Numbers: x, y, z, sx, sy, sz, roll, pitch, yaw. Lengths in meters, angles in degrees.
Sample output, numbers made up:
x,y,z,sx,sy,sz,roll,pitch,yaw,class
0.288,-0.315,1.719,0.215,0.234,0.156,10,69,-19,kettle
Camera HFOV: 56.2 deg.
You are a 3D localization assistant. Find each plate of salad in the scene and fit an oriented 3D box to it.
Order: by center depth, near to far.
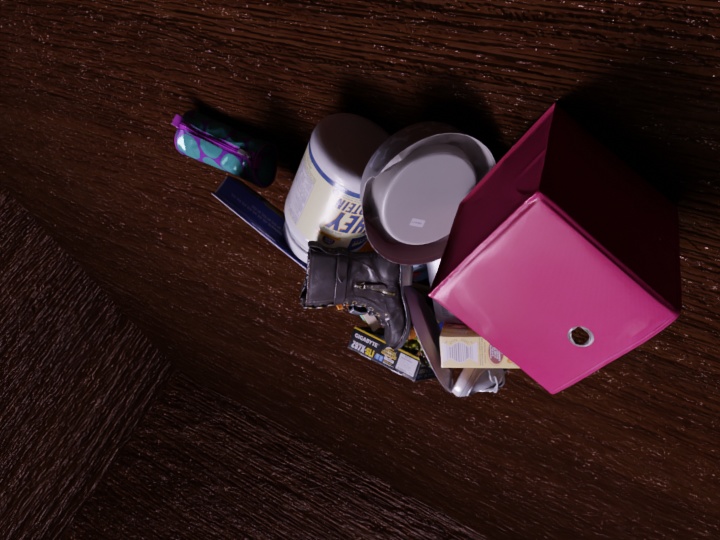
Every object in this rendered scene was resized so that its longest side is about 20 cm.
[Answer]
x,y,z,sx,sy,sz,roll,pitch,yaw,class
0.108,0.114,1.145,0.047,0.203,0.202,-25,130,12,plate of salad

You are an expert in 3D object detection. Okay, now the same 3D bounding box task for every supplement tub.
x,y,z,sx,sy,sz,roll,pitch,yaw,class
-0.033,-0.114,1.015,0.143,0.146,0.202,32,136,1,supplement tub

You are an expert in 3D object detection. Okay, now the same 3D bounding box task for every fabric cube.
x,y,z,sx,sy,sz,roll,pitch,yaw,class
0.226,-0.024,0.784,0.197,0.202,0.196,37,133,-9,fabric cube

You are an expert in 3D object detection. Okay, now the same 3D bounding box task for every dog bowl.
x,y,z,sx,sy,sz,roll,pitch,yaw,class
0.087,-0.106,0.908,0.202,0.196,0.059,58,-176,-43,dog bowl

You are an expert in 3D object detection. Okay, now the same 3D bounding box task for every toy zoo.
x,y,z,sx,sy,sz,roll,pitch,yaw,class
-0.031,0.026,1.376,0.133,0.020,0.200,61,173,-35,toy zoo

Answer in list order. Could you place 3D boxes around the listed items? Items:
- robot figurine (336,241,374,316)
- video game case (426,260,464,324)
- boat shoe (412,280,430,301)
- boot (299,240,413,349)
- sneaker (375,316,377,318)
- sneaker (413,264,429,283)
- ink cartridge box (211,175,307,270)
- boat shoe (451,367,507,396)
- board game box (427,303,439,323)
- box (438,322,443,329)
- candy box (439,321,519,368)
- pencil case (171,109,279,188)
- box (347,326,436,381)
x,y,z,sx,sy,sz,roll,pitch,yaw,class
0.000,0.000,1.153,0.058,0.199,0.148,-29,91,36,robot figurine
0.184,-0.006,1.020,0.177,0.023,0.205,4,120,29,video game case
0.053,-0.008,1.277,0.195,0.073,0.077,25,144,-4,boat shoe
-0.009,0.039,1.033,0.070,0.168,0.206,-113,20,-58,boot
0.056,0.075,1.386,0.077,0.086,0.201,9,147,42,sneaker
0.119,-0.048,1.117,0.198,0.080,0.097,-17,114,51,sneaker
-0.149,-0.084,1.131,0.196,0.047,0.200,39,180,-8,ink cartridge box
0.218,0.174,1.158,0.068,0.073,0.199,35,-158,18,boat shoe
0.115,0.086,1.296,0.196,0.024,0.103,19,156,-35,board game box
0.192,0.135,1.331,0.117,0.033,0.200,11,162,-13,box
0.228,0.111,1.078,0.193,0.116,0.057,-1,104,13,candy box
-0.241,-0.222,1.215,0.196,0.087,0.092,24,178,20,pencil case
0.083,0.168,1.374,0.156,0.051,0.199,22,-177,25,box
